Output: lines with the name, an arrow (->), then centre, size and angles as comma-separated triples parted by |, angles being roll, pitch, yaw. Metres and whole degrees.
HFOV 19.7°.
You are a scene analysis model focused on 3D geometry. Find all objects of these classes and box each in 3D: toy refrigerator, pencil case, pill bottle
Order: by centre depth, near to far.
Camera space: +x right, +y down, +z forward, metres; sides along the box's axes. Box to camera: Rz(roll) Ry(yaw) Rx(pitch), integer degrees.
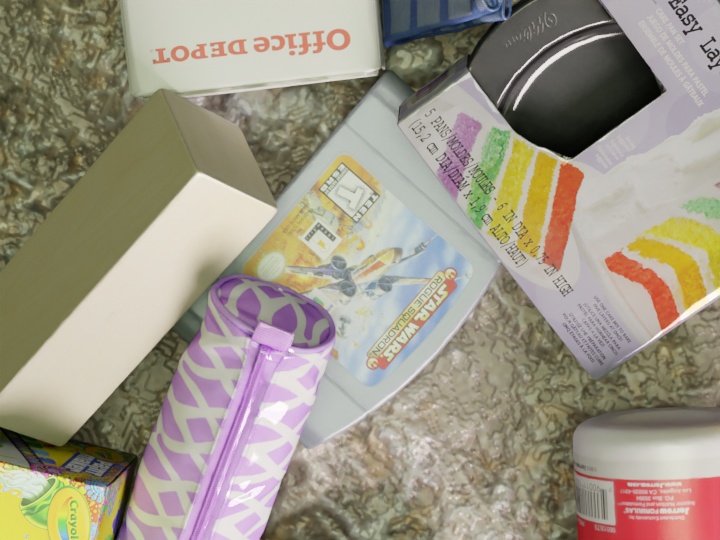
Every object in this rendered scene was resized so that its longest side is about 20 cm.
toy refrigerator -> -0.139, 0.002, 1.166 | 0.070, 0.076, 0.200 | 24, 117, -41
pencil case -> -0.080, 0.102, 1.176 | 0.084, 0.086, 0.201 | 21, 110, 2
pill bottle -> 0.181, 0.183, 1.181 | 0.112, 0.112, 0.201 | -3, 94, 2

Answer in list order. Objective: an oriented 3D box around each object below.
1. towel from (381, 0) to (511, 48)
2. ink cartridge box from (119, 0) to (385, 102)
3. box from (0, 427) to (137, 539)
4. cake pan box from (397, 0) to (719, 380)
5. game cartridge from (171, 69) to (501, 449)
towel -> 0.037, -0.231, 1.148 | 0.024, 0.147, 0.201 | -5, 92, -25
ink cartridge box -> -0.067, -0.202, 1.180 | 0.145, 0.084, 0.201 | -5, 94, 3
box -> -0.249, 0.189, 1.191 | 0.192, 0.122, 0.201 | 14, 93, 1
cake pan box -> 0.145, -0.069, 1.144 | 0.184, 0.052, 0.200 | -35, 103, 12
game cartridge -> 0.000, 0.000, 1.216 | 0.133, 0.042, 0.200 | 41, 94, 3
